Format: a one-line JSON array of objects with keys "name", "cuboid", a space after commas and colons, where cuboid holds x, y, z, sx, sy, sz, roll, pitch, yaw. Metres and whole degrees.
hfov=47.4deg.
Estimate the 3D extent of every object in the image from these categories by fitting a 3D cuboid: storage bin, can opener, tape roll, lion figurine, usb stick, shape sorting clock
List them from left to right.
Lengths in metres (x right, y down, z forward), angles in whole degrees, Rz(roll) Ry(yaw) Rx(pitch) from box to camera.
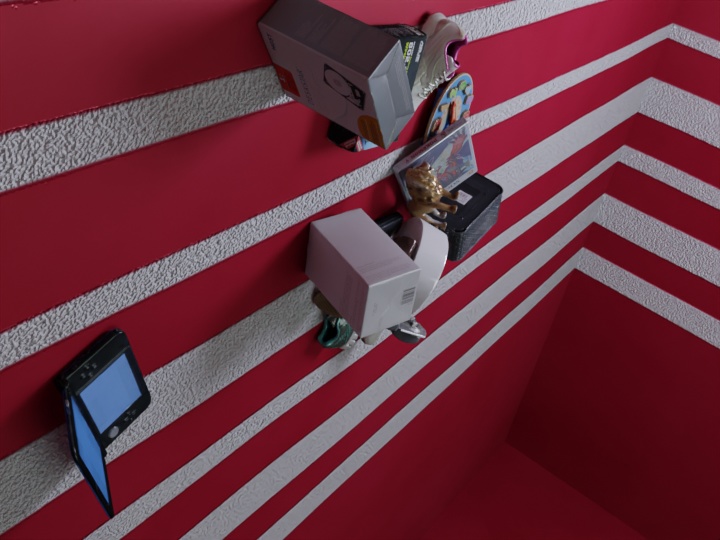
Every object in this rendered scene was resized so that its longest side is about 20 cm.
[{"name": "usb stick", "cuboid": [0.027, -0.075, 1.693, 0.199, 0.032, 0.056, -29, 145, -51]}, {"name": "can opener", "cuboid": [0.059, 0.123, 1.837, 0.196, 0.054, 0.068, 17, 119, -26]}, {"name": "tape roll", "cuboid": [0.102, -0.006, 1.733, 0.203, 0.070, 0.205, -51, -158, 30]}, {"name": "lion figurine", "cuboid": [0.135, -0.143, 1.713, 0.201, 0.119, 0.074, 111, -5, -62]}, {"name": "shape sorting clock", "cuboid": [0.188, -0.318, 1.734, 0.200, 0.039, 0.203, -45, 152, -31]}, {"name": "storage bin", "cuboid": [0.226, -0.134, 1.894, 0.200, 0.134, 0.095, -43, 152, -32]}]

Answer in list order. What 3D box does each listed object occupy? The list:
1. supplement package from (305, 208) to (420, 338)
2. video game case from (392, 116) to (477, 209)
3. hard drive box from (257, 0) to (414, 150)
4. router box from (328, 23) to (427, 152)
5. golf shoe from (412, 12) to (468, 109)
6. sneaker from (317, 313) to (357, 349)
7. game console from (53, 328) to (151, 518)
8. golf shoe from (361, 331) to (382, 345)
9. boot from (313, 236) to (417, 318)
[{"name": "supplement package", "cuboid": [0.000, 0.000, 1.491, 0.118, 0.200, 0.123, -17, 136, -30]}, {"name": "video game case", "cuboid": [0.163, -0.215, 1.741, 0.180, 0.023, 0.201, -36, 153, -2]}, {"name": "hard drive box", "cuboid": [-0.031, -0.281, 1.147, 0.077, 0.198, 0.157, -50, 154, -15]}, {"name": "router box", "cuboid": [0.030, -0.312, 1.399, 0.149, 0.061, 0.204, -27, 140, -53]}, {"name": "golf shoe", "cuboid": [0.127, -0.363, 1.502, 0.075, 0.090, 0.204, -11, 128, -61]}, {"name": "sneaker", "cuboid": [-0.030, 0.087, 1.713, 0.090, 0.077, 0.204, -11, 129, -50]}, {"name": "game console", "cuboid": [-0.351, 0.219, 1.170, 0.171, 0.117, 0.202, -45, 152, -29]}, {"name": "golf shoe", "cuboid": [0.066, 0.090, 1.883, 0.204, 0.091, 0.072, -64, 160, 14]}, {"name": "boot", "cuboid": [0.013, 0.010, 1.644, 0.073, 0.196, 0.168, 59, 37, -35]}]
